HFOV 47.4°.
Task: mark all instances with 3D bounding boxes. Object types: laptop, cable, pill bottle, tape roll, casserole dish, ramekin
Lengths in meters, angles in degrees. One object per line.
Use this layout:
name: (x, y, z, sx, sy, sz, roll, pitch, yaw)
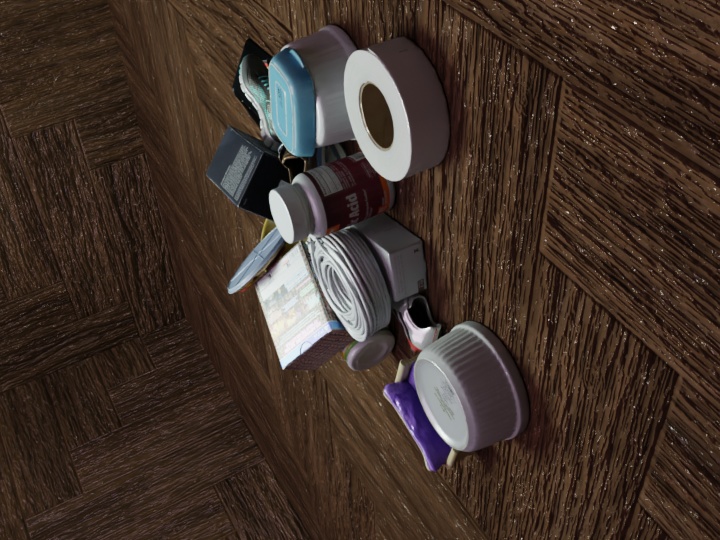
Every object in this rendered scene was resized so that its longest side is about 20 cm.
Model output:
laptop: (-0.204, -0.382, 1.825, 0.177, 0.103, 0.200, 48, 177, 45)
cable: (-0.017, 0.025, 1.477, 0.200, 0.069, 0.202, 42, 150, 48)
pill bottle: (-0.022, 0.097, 1.699, 0.201, 0.110, 0.112, 56, 156, 31)
tape roll: (0.052, -0.242, 1.232, 0.203, 0.070, 0.204, 53, 155, 38)
casserole dish: (-0.119, -0.280, 1.395, 0.122, 0.038, 0.201, 54, 154, 34)
ramekin: (-0.067, -0.313, 1.422, 0.201, 0.097, 0.202, 51, 153, 38)
pill bottle: (-0.049, -0.126, 1.416, 0.114, 0.198, 0.115, 51, 155, 37)
ramekin: (0.170, 0.193, 1.320, 0.201, 0.104, 0.202, 52, 154, 38)

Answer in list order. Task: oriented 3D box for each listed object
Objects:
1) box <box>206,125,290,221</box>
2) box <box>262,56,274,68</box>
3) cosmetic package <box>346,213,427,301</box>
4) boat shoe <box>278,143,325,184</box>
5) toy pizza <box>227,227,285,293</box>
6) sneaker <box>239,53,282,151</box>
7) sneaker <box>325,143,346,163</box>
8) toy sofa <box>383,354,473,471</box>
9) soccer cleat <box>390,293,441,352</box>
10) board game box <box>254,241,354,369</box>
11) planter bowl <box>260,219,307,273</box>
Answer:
box: (-0.178, -0.179, 1.663, 0.124, 0.198, 0.198, -61, 37, 10)
box: (-0.127, -0.355, 1.613, 0.200, 0.039, 0.139, 24, 133, 62)
cosmetic package: (0.036, -0.038, 1.473, 0.200, 0.073, 0.103, 42, 148, 53)
boat shoe: (-0.109, -0.217, 1.513, 0.072, 0.072, 0.203, -24, 78, 49)
toy pizza: (-0.205, -0.023, 1.727, 0.032, 0.201, 0.200, 42, 165, -15)
sneaker: (-0.169, -0.340, 1.604, 0.091, 0.077, 0.202, -29, 84, 51)
sneaker: (-0.060, -0.164, 1.569, 0.077, 0.085, 0.203, 10, 119, 65)
toy sofa: (0.128, 0.259, 1.503, 0.201, 0.097, 0.083, 58, 158, 27)
soccer cleat: (0.079, 0.056, 1.478, 0.201, 0.068, 0.086, 56, 145, 27)
board game box: (-0.105, 0.072, 1.636, 0.159, 0.096, 0.202, -38, 61, 33)
planter bowl: (-0.133, -0.070, 1.803, 0.199, 0.083, 0.203, -21, 63, 48)
